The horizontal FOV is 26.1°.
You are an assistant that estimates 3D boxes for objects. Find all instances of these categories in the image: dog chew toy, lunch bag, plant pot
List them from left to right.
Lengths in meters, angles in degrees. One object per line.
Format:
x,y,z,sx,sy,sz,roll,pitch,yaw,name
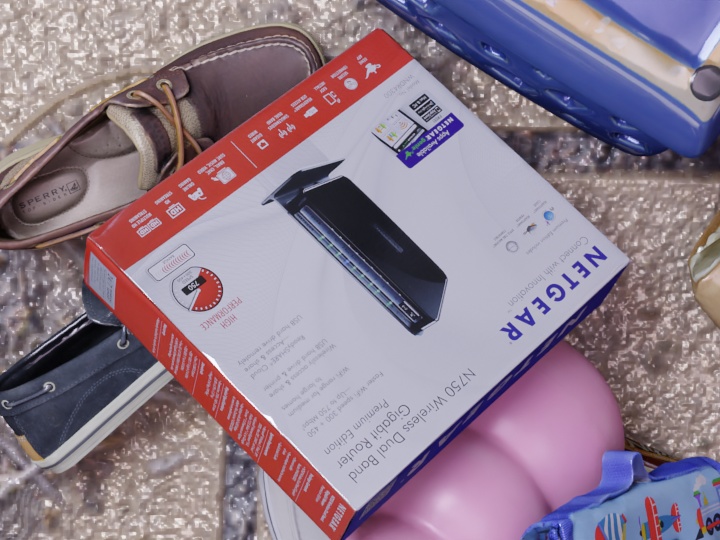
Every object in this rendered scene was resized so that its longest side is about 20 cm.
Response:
0.051,0.118,0.791,0.125,0.124,0.200,52,52,-12,dog chew toy
0.124,-0.175,0.743,0.200,0.180,0.200,31,97,-9,plant pot
0.133,0.187,0.779,0.150,0.094,0.201,-9,98,-45,lunch bag

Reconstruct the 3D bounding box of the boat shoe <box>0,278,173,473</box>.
-0.116,0.022,0.816,0.200,0.075,0.062,-43,107,9,boat shoe

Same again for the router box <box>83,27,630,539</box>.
0.000,0.000,0.754,0.179,0.049,0.200,44,61,13,router box

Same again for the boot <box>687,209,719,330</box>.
0.239,0.073,0.835,0.200,0.066,0.175,50,50,-14,boot

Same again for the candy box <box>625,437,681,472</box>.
0.151,0.203,0.884,0.115,0.055,0.200,21,98,-10,candy box

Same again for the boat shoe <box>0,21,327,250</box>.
-0.106,-0.064,0.799,0.200,0.072,0.072,-24,103,0,boat shoe

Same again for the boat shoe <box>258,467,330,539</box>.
-0.014,0.083,0.840,0.072,0.066,0.201,6,101,-6,boat shoe
